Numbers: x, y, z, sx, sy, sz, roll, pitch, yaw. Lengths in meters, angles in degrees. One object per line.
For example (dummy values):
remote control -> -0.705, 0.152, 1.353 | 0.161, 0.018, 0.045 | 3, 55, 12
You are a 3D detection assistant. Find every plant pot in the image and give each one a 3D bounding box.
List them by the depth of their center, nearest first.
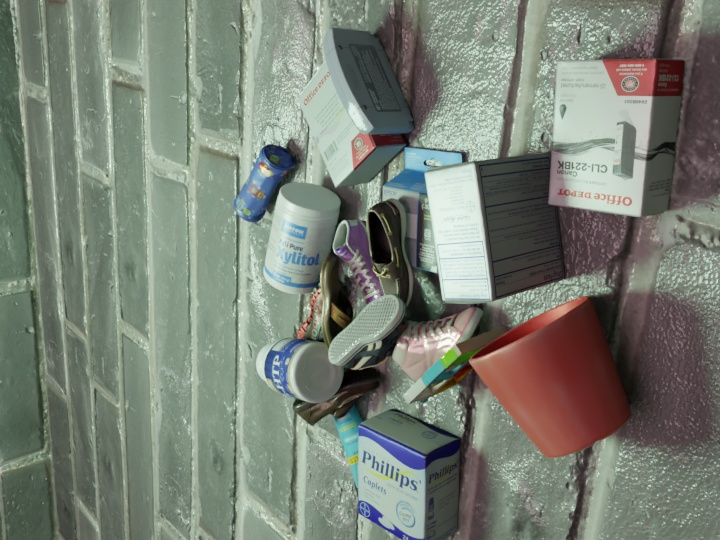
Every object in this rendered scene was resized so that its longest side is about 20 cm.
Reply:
plant pot -> 0.287, 0.160, 1.068 | 0.200, 0.200, 0.178 | -34, 82, 47

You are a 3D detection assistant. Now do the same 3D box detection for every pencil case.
pencil case -> -0.213, -0.195, 1.618 | 0.078, 0.087, 0.200 | 34, 134, -6

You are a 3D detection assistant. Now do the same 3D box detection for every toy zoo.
toy zoo -> 0.155, 0.171, 1.252 | 0.021, 0.131, 0.200 | 58, 136, 21

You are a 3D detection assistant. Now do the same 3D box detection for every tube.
tube -> -0.013, 0.351, 1.551 | 0.077, 0.050, 0.201 | -28, 78, 21

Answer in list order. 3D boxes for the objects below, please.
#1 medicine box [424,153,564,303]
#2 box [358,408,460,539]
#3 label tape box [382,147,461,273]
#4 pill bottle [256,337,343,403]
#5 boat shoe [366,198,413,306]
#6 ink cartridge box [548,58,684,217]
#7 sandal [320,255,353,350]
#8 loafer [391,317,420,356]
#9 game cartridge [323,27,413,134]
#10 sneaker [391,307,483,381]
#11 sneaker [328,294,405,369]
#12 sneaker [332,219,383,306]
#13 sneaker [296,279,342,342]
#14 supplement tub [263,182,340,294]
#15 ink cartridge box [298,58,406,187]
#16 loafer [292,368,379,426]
medicine box -> 0.204, -0.065, 1.097 | 0.103, 0.181, 0.201 | -2, 98, 49
box -> 0.090, 0.397, 1.405 | 0.183, 0.105, 0.201 | 14, 109, 45
label tape box -> 0.106, -0.109, 1.287 | 0.143, 0.066, 0.201 | 17, 114, 46
pill bottle -> -0.133, 0.200, 1.507 | 0.200, 0.119, 0.121 | -2, 99, 57
boat shoe -> 0.047, -0.023, 1.280 | 0.072, 0.059, 0.201 | 16, 118, 44
ink cartridge box -> 0.340, -0.180, 0.987 | 0.144, 0.083, 0.201 | 15, 111, 45
sandal -> -0.040, 0.070, 1.375 | 0.054, 0.080, 0.201 | 3, 109, 12
loafer -> 0.046, 0.128, 1.418 | 0.199, 0.067, 0.077 | -11, 95, 34
game cartridge -> 0.010, -0.331, 1.287 | 0.040, 0.133, 0.201 | -31, 76, 41
sneaker -> 0.124, 0.115, 1.285 | 0.104, 0.075, 0.200 | 38, 128, 2
sneaker -> 0.029, 0.114, 1.317 | 0.200, 0.079, 0.079 | -40, 40, 38
sneaker -> -0.001, 0.000, 1.367 | 0.072, 0.114, 0.202 | -29, 65, 38
sneaker -> -0.070, 0.103, 1.537 | 0.098, 0.071, 0.201 | 49, 134, 29
supplement tub -> -0.122, -0.065, 1.508 | 0.132, 0.131, 0.201 | 38, 127, 36
ink cartridge box -> -0.019, -0.280, 1.368 | 0.146, 0.082, 0.201 | -38, 70, 49
loafer -> -0.042, 0.263, 1.513 | 0.199, 0.073, 0.071 | -24, 105, 19
